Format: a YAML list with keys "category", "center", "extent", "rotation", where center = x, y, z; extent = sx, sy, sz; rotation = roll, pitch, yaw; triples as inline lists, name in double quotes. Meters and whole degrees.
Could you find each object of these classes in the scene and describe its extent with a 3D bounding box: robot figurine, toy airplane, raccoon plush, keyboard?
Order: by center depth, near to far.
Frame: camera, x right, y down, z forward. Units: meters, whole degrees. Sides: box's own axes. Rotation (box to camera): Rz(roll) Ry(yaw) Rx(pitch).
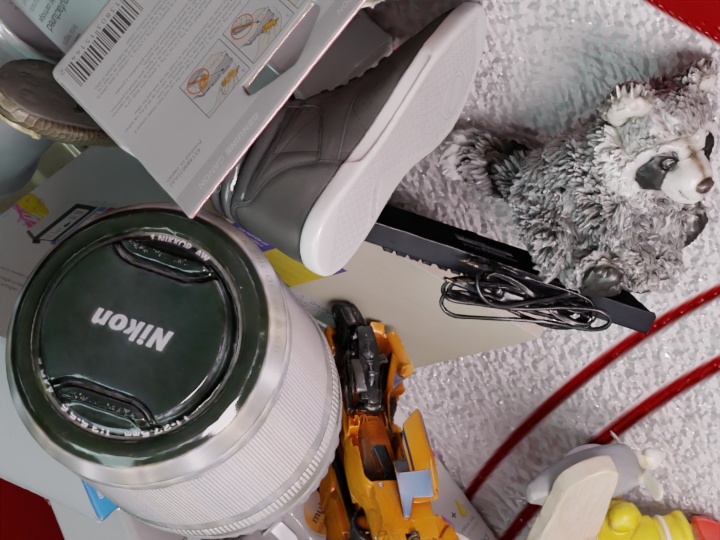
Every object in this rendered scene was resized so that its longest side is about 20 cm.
- category: "raccoon plush"
  center: [0.114, -0.073, 1.406]
  extent: [0.200, 0.097, 0.134]
  rotation: [22, 130, 29]
- category: "keyboard"
  center: [0.068, 0.006, 1.449]
  extent: [0.200, 0.040, 0.104]
  rotation: [17, -169, -15]
- category: "robot figurine"
  center: [0.007, 0.119, 1.556]
  extent: [0.145, 0.058, 0.200]
  rotation: [108, 155, -46]
- category: "toy airplane"
  center: [0.130, 0.174, 1.582]
  extent: [0.200, 0.141, 0.199]
  rotation: [-21, 142, 37]

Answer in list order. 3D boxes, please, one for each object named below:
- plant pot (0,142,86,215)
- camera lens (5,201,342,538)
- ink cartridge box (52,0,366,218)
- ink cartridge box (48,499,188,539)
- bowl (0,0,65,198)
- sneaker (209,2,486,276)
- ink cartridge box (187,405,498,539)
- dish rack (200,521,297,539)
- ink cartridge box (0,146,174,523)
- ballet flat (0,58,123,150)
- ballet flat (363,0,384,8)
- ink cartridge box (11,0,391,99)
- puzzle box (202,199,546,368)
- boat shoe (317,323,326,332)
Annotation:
- category: "plant pot"
  center: [-0.289, 0.002, 1.784]
  extent: [0.200, 0.183, 0.201]
  rotation: [26, 140, 24]
- category: "camera lens"
  center: [-0.101, 0.061, 1.442]
  extent: [0.160, 0.160, 0.200]
  rotation: [30, 170, 20]
- category: "ink cartridge box"
  center: [-0.059, -0.137, 1.379]
  extent: [0.045, 0.200, 0.176]
  rotation: [34, -172, -45]
- category: "ink cartridge box"
  center: [-0.130, 0.191, 1.845]
  extent: [0.084, 0.145, 0.200]
  rotation: [13, 133, 36]
- category: "bowl"
  center: [-0.242, -0.153, 1.613]
  extent: [0.090, 0.201, 0.201]
  rotation: [-29, 104, 25]
- category: "sneaker"
  center: [-0.011, -0.090, 1.407]
  extent: [0.099, 0.200, 0.071]
  rotation: [22, 148, 25]
- category: "ink cartridge box"
  center: [-0.021, 0.171, 1.734]
  extent: [0.125, 0.129, 0.200]
  rotation: [-20, 110, 51]
- category: "dish rack"
  center: [-0.031, 0.218, 1.576]
  extent: [0.172, 0.044, 0.200]
  rotation: [44, -175, 2]
- category: "ink cartridge box"
  center: [-0.170, 0.033, 1.678]
  extent: [0.144, 0.200, 0.147]
  rotation: [18, 137, 40]
- category: "ballet flat"
  center: [-0.174, -0.096, 1.580]
  extent: [0.067, 0.200, 0.046]
  rotation: [47, 108, 12]
- category: "ballet flat"
  center: [0.018, -0.178, 1.409]
  extent: [0.200, 0.073, 0.073]
  rotation: [8, 130, 40]
- category: "ink cartridge box"
  center: [-0.098, -0.152, 1.534]
  extent: [0.200, 0.083, 0.147]
  rotation: [43, 145, 1]
- category: "puzzle box"
  center: [0.000, 0.000, 1.560]
  extent: [0.200, 0.025, 0.133]
  rotation: [31, 153, -30]
- category: "boat shoe"
  center: [-0.092, 0.031, 1.596]
  extent: [0.073, 0.063, 0.200]
  rotation: [26, 177, 46]
